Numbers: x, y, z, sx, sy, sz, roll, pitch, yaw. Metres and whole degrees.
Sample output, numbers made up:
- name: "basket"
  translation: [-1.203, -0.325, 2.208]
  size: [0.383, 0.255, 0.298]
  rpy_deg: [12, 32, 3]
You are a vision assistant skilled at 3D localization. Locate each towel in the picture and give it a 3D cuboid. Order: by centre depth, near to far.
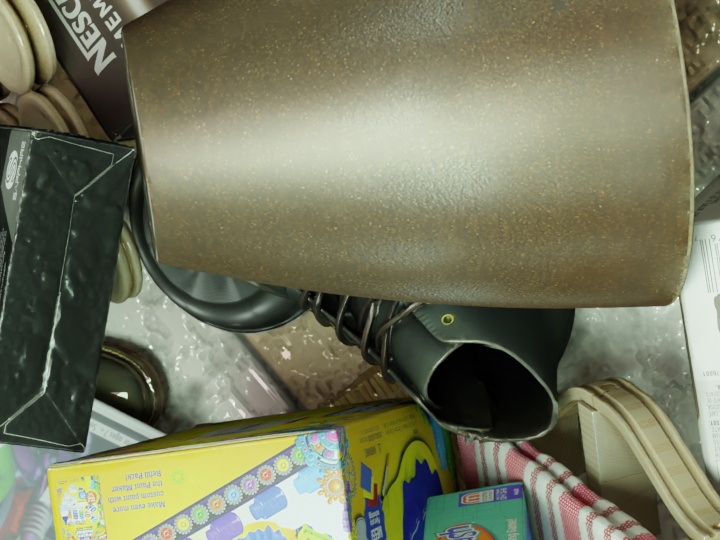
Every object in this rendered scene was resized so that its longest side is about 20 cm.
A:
- name: "towel"
  translation: [0.098, 0.150, 1.039]
  size: [0.030, 0.200, 0.147]
  rpy_deg: [-16, 110, -17]

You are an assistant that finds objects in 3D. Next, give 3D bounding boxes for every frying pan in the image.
- name: "frying pan"
  translation: [-0.033, -0.004, 1.150]
  size: [0.190, 0.031, 0.115]
  rpy_deg: [34, 116, 16]

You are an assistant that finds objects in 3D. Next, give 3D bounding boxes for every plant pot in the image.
- name: "plant pot"
  translation: [0.011, -0.063, 0.973]
  size: [0.199, 0.187, 0.188]
  rpy_deg: [-9, 103, -5]

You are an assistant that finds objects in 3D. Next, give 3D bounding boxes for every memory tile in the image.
- name: "memory tile"
  translation: [-0.161, -0.048, 1.138]
  size: [0.154, 0.017, 0.200]
  rpy_deg: [65, 155, -5]

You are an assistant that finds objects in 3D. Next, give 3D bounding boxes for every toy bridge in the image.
- name: "toy bridge"
  translation: [0.108, 0.080, 1.033]
  size: [0.027, 0.200, 0.068]
  rpy_deg: [-13, 107, -15]

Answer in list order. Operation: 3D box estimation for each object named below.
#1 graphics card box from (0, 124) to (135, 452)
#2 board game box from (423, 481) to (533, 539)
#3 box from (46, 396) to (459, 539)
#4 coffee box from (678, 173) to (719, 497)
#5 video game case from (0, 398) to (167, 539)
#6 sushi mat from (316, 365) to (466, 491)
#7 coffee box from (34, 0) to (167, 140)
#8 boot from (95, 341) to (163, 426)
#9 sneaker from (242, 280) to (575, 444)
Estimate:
- name: "graphics card box"
  translation: [-0.164, 0.000, 1.046]
  size: [0.200, 0.051, 0.126]
  rpy_deg: [9, 89, 62]
- name: "board game box"
  translation: [0.061, 0.205, 0.984]
  size: [0.045, 0.152, 0.201]
  rpy_deg: [-9, 103, 6]
- name: "box"
  translation: [-0.029, 0.159, 1.030]
  size: [0.121, 0.200, 0.194]
  rpy_deg: [-8, 90, 14]
- name: "coffee box"
  translation: [0.190, 0.061, 1.017]
  size: [0.079, 0.113, 0.201]
  rpy_deg: [-6, 103, 23]
- name: "video game case"
  translation: [-0.141, 0.147, 1.137]
  size: [0.199, 0.183, 0.023]
  rpy_deg: [27, 154, -8]
- name: "sushi mat"
  translation: [0.058, 0.128, 1.153]
  size: [0.095, 0.012, 0.201]
  rpy_deg: [-35, 89, 27]
- name: "coffee box"
  translation: [-0.053, -0.162, 1.065]
  size: [0.200, 0.080, 0.113]
  rpy_deg: [-43, 75, 28]
- name: "boot"
  translation: [-0.197, 0.083, 1.208]
  size: [0.199, 0.097, 0.075]
  rpy_deg: [-11, 100, 27]
- name: "sneaker"
  translation: [0.000, 0.000, 1.051]
  size: [0.199, 0.106, 0.075]
  rpy_deg: [18, 121, -6]
